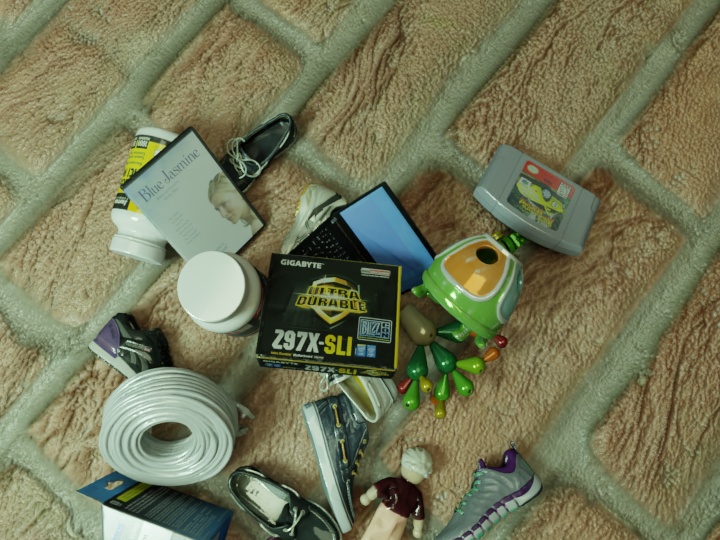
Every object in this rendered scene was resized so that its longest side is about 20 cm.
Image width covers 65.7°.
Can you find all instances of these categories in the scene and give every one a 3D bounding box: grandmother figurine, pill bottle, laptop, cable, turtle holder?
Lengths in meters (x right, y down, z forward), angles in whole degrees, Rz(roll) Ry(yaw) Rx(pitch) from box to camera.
[{"bbox_3d":[0.051,0.367,0.859,0.121,0.060,0.202,36,77,-27],"label":"grandmother figurine"},{"bbox_3d":[-0.198,0.038,0.838,0.113,0.200,0.119,0,81,0],"label":"pill bottle"},{"bbox_3d":[0.000,0.000,0.863,0.200,0.103,0.178,-42,105,-14],"label":"laptop"},{"bbox_3d":[-0.282,0.237,0.827,0.198,0.070,0.201,-33,122,8],"label":"cable"},{"bbox_3d":[0.176,0.027,0.808,0.132,0.184,0.141,-51,39,11],"label":"turtle holder"},{"bbox_3d":[-0.336,-0.118,0.909,0.110,0.113,0.204,13,81,3],"label":"pill bottle"}]

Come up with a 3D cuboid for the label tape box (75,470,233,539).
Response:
[{"bbox_3d":[-0.302,0.369,0.816,0.196,0.144,0.065,19,83,4],"label":"label tape box"}]

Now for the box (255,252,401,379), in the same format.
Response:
[{"bbox_3d":[-0.042,0.064,0.803,0.195,0.050,0.163,6,65,-2],"label":"box"}]

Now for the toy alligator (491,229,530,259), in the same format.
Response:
[{"bbox_3d":[0.244,-0.041,0.921,0.198,0.054,0.060,-33,82,-5],"label":"toy alligator"}]

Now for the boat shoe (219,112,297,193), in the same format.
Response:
[{"bbox_3d":[-0.188,-0.191,0.945,0.199,0.062,0.075,-37,84,-5],"label":"boat shoe"}]

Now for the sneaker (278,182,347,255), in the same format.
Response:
[{"bbox_3d":[-0.078,-0.042,0.914,0.086,0.076,0.204,18,82,3],"label":"sneaker"}]

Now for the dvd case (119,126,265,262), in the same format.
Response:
[{"bbox_3d":[-0.256,-0.101,0.882,0.143,0.017,0.201,-46,123,-17],"label":"dvd case"}]

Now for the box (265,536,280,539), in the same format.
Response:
[{"bbox_3d":[-0.170,0.529,0.813,0.198,0.097,0.178,-30,82,-5],"label":"box"}]

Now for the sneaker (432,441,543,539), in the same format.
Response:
[{"bbox_3d":[0.180,0.350,0.860,0.197,0.075,0.088,-28,71,-15],"label":"sneaker"}]

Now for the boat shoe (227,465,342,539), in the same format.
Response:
[{"bbox_3d":[-0.118,0.368,0.843,0.197,0.060,0.077,25,74,11],"label":"boat shoe"}]

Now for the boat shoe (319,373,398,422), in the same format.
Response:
[{"bbox_3d":[-0.031,0.147,0.842,0.203,0.074,0.086,53,44,-5],"label":"boat shoe"}]

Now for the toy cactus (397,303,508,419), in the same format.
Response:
[{"bbox_3d":[0.122,0.125,0.879,0.199,0.102,0.166,-39,79,-10],"label":"toy cactus"}]

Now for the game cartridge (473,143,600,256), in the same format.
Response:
[{"bbox_3d":[0.291,-0.114,0.921,0.198,0.041,0.134,31,64,5],"label":"game cartridge"}]

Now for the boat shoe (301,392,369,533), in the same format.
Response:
[{"bbox_3d":[-0.021,0.292,0.863,0.089,0.071,0.204,-16,88,-14],"label":"boat shoe"}]

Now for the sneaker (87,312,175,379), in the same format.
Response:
[{"bbox_3d":[-0.332,0.141,0.890,0.198,0.076,0.088,34,77,5],"label":"sneaker"}]
